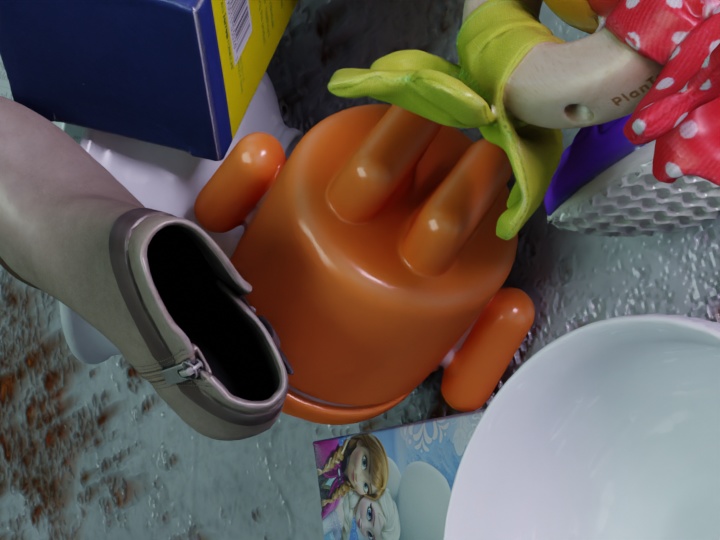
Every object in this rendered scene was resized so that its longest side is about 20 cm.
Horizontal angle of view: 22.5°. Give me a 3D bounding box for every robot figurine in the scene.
[{"bbox_3d":[0.001,0.001,0.860,0.200,0.144,0.117,126,142,-52],"label":"robot figurine"}]

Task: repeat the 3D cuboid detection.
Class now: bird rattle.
[{"bbox_3d":[0.088,-0.099,0.644,0.200,0.113,0.163,-18,52,51],"label":"bird rattle"}]

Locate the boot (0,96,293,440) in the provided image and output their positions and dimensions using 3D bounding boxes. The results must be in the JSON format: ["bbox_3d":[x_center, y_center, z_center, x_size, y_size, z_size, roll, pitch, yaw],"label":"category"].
[{"bbox_3d":[-0.105,-0.008,0.811,0.200,0.070,0.146,49,163,-10],"label":"boot"}]

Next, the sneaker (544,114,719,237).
[{"bbox_3d":[0.139,-0.092,0.711,0.200,0.070,0.100,-43,51,43],"label":"sneaker"}]

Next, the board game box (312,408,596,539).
[{"bbox_3d":[0.058,0.168,0.860,0.199,0.043,0.200,-18,78,53],"label":"board game box"}]

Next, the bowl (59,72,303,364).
[{"bbox_3d":[-0.085,-0.038,0.973,0.090,0.201,0.201,13,109,9],"label":"bowl"}]

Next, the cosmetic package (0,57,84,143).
[{"bbox_3d":[-0.154,-0.167,1.020,0.102,0.074,0.200,15,96,39],"label":"cosmetic package"}]

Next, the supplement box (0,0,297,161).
[{"bbox_3d":[-0.087,-0.170,0.876,0.110,0.109,0.200,86,-158,-55],"label":"supplement box"}]

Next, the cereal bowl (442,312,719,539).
[{"bbox_3d":[0.129,0.118,0.704,0.200,0.083,0.200,-6,81,45],"label":"cereal bowl"}]
